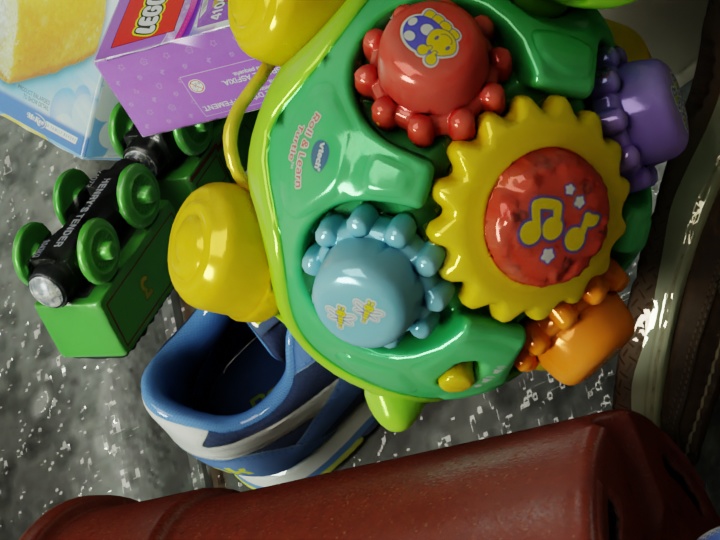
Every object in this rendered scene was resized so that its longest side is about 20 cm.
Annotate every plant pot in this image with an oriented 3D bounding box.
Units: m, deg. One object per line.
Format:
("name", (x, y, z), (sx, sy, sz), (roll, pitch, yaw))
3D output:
("plant pot", (0.018, 0.141, 0.753), (0.194, 0.200, 0.202), (-20, 67, 22))

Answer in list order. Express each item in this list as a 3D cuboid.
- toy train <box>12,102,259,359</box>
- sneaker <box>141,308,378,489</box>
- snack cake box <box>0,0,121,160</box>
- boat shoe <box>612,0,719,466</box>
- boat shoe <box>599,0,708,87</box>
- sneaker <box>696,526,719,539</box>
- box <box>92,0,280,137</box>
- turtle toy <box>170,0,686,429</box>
("toy train", (-0.062, -0.045, 0.877), (0.041, 0.057, 0.200), (-2, 38, 33))
("sneaker", (0.000, 0.000, 0.861), (0.200, 0.082, 0.074), (-49, 53, 15))
("snack cake box", (-0.139, -0.133, 0.994), (0.199, 0.067, 0.116), (28, 111, 39))
("boat shoe", (0.136, -0.028, 0.774), (0.074, 0.075, 0.204), (15, 101, 11))
("boat shoe", (0.122, -0.145, 0.817), (0.201, 0.071, 0.060), (-58, 35, 16))
("sneaker", (0.189, 0.087, 0.681), (0.198, 0.079, 0.089), (-2, 31, 18))
("box", (-0.004, -0.140, 0.859), (0.136, 0.039, 0.201), (-11, 41, 27))
("turtle toy", (0.037, -0.048, 0.706), (0.101, 0.145, 0.202), (27, 105, 59))
